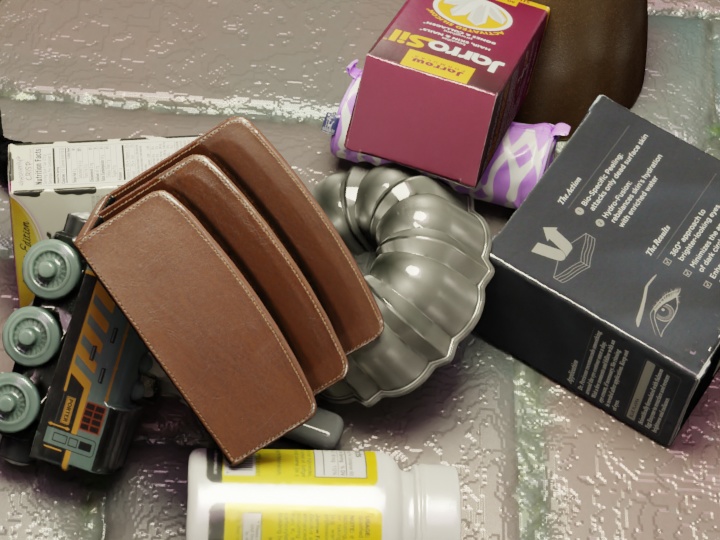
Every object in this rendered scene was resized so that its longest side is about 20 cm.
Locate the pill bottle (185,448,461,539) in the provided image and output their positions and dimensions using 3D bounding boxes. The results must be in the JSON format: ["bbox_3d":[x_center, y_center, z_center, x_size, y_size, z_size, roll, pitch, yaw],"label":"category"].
[{"bbox_3d":[-0.029,0.190,1.518,0.199,0.115,0.115,2,56,-4],"label":"pill bottle"}]

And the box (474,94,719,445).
[{"bbox_3d":[0.222,-0.002,1.666,0.199,0.118,0.197,31,59,14],"label":"box"}]

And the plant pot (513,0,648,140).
[{"bbox_3d":[0.171,-0.248,1.777,0.186,0.200,0.188,2,56,-3],"label":"plant pot"}]

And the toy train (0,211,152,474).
[{"bbox_3d":[-0.211,0.060,1.567,0.113,0.085,0.201,18,92,8],"label":"toy train"}]

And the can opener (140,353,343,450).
[{"bbox_3d":[-0.105,0.094,1.612,0.199,0.053,0.067,23,56,10],"label":"can opener"}]

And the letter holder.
[{"bbox_3d":[-0.086,0.010,1.480,0.142,0.200,0.101,-31,15,13],"label":"letter holder"}]

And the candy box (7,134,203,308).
[{"bbox_3d":[-0.177,-0.037,1.639,0.199,0.137,0.061,-3,45,-6],"label":"candy box"}]

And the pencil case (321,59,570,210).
[{"bbox_3d":[0.071,-0.113,1.746,0.199,0.086,0.084,17,21,4],"label":"pencil case"}]

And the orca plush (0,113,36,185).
[{"bbox_3d":[-0.236,-0.091,1.713,0.200,0.071,0.105,35,60,17],"label":"orca plush"}]

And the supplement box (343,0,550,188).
[{"bbox_3d":[0.072,-0.156,1.648,0.110,0.086,0.200,18,31,8],"label":"supplement box"}]

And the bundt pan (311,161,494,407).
[{"bbox_3d":[0.000,0.000,1.609,0.201,0.076,0.203,-19,54,28],"label":"bundt pan"}]
